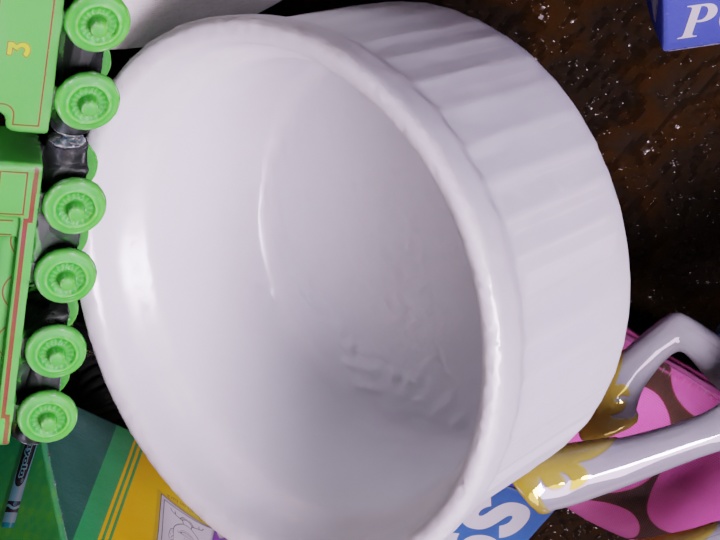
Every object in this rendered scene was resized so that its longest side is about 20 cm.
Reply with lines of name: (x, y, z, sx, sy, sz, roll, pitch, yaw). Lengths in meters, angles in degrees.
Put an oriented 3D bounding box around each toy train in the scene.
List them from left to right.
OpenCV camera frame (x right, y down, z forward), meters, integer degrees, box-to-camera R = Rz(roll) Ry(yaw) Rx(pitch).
toy train: (-0.119, -0.023, 0.923, 0.056, 0.042, 0.201, 3, 121, -15)

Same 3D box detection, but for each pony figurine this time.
pony figurine: (0.183, 0.073, 0.985, 0.200, 0.167, 0.193, -37, 97, 14)

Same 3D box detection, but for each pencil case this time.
pencil case: (0.090, 0.048, 1.072, 0.200, 0.091, 0.094, 29, 113, -34)

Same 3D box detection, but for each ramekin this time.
ramekin: (0.000, 0.000, 0.935, 0.098, 0.201, 0.201, -21, 149, -45)

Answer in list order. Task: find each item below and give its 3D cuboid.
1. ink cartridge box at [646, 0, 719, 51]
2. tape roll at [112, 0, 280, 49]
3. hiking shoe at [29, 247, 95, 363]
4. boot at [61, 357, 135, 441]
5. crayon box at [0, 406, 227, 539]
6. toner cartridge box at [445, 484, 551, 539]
ink cartridge box: (0.200, -0.139, 0.934, 0.199, 0.044, 0.094, -8, 133, 0)
tape roll: (-0.085, -0.160, 0.875, 0.202, 0.037, 0.203, -4, 135, -4)
hiking shoe: (-0.148, -0.028, 0.980, 0.100, 0.076, 0.200, -28, 139, 2)
boot: (-0.140, 0.098, 1.100, 0.199, 0.068, 0.131, -5, 139, -3)
crayon box: (-0.064, 0.139, 1.033, 0.058, 0.119, 0.200, -40, 134, 23)
toner cartridge box: (-0.005, 0.137, 1.170, 0.095, 0.043, 0.200, 19, 128, -23)
